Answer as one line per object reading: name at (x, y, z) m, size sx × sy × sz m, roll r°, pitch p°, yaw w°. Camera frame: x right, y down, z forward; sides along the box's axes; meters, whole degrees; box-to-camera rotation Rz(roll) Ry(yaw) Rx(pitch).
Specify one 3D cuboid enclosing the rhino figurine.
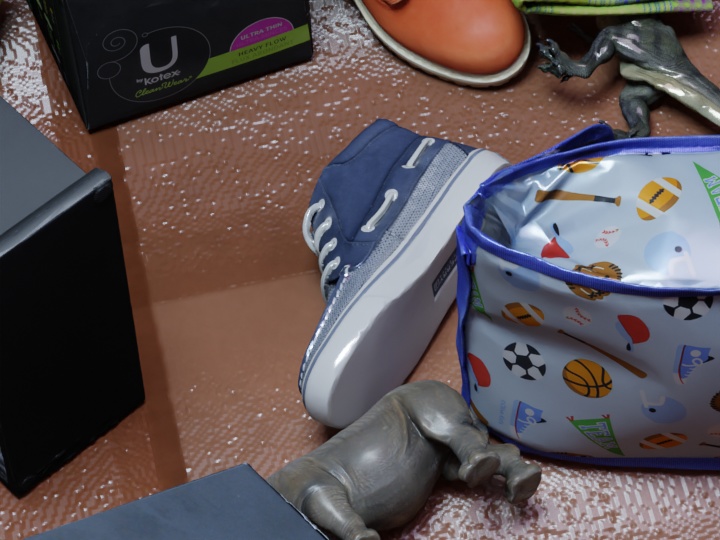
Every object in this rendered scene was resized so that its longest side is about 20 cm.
rhino figurine at (-0.012, 0.124, 1.469) m, size 0.200 × 0.060 × 0.087 m, roll -30°, pitch 45°, yaw -16°

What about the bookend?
bookend at (-0.215, -0.020, 1.493) m, size 0.092 × 0.200 × 0.199 m, roll -37°, pitch 62°, yaw -22°

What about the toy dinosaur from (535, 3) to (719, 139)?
toy dinosaur at (0.156, -0.112, 1.642) m, size 0.088 × 0.048 × 0.200 m, roll -27°, pitch 61°, yaw -24°

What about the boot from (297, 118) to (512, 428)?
boot at (0.000, 0.000, 1.559) m, size 0.090 × 0.073 × 0.200 m, roll 20°, pitch 49°, yaw 24°

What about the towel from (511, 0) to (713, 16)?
towel at (0.120, -0.234, 1.673) m, size 0.143 × 0.023 × 0.200 m, roll -4°, pitch 61°, yaw -23°

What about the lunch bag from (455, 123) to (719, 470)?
lunch bag at (0.148, 0.016, 1.474) m, size 0.199 × 0.170 × 0.124 m, roll -2°, pitch 52°, yaw 1°

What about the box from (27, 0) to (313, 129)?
box at (-0.131, -0.209, 1.670) m, size 0.148 × 0.124 × 0.200 m, roll -20°, pitch 55°, yaw -11°

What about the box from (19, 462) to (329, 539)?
box at (-0.110, 0.216, 1.282) m, size 0.124 × 0.197 × 0.200 m, roll 43°, pitch 35°, yaw 26°

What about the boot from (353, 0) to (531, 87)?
boot at (0.021, -0.185, 1.636) m, size 0.200 × 0.107 × 0.075 m, roll 44°, pitch 82°, yaw 1°
